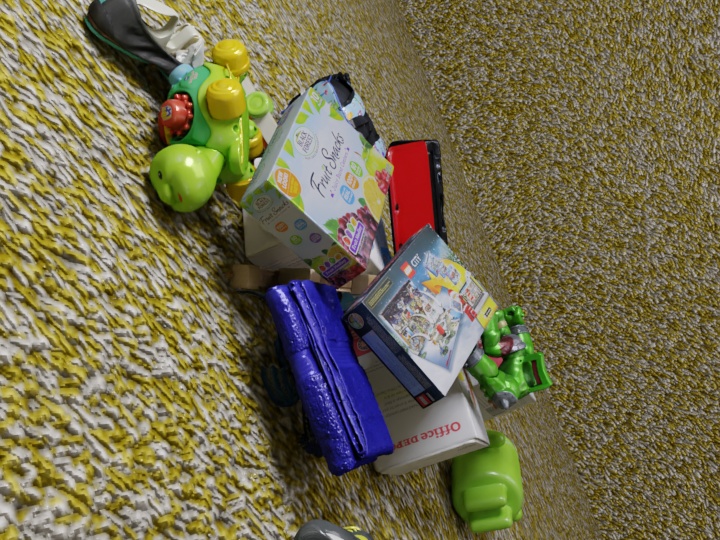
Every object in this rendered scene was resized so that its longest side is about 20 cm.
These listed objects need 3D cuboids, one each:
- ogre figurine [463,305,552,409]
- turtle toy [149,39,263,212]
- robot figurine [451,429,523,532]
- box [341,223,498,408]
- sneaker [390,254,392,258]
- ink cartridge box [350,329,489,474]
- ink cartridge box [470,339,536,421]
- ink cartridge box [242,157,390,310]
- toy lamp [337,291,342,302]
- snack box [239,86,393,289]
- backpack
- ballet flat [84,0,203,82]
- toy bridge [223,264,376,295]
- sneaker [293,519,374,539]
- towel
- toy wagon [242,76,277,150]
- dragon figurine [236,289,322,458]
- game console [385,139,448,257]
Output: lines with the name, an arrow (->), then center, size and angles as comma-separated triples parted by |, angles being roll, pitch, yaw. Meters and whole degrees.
ogre figurine -> 0.188, 0.115, 1.143 | 0.120, 0.098, 0.200 | 63, 11, 10
turtle toy -> -0.163, -0.141, 0.910 | 0.201, 0.100, 0.146 | -92, 178, -46
robot figurine -> 0.210, 0.346, 1.450 | 0.200, 0.115, 0.176 | -75, 149, -67
box -> 0.076, 0.046, 1.003 | 0.137, 0.038, 0.200 | 48, 38, -4
sneaker -> 0.031, 0.058, 1.322 | 0.085, 0.072, 0.201 | -155, -123, -71
ink cartridge box -> 0.073, 0.160, 1.174 | 0.083, 0.144, 0.201 | 37, 34, -62
ink cartridge box -> 0.143, 0.178, 1.308 | 0.145, 0.199, 0.084 | 44, 25, -54
ink cartridge box -> -0.058, -0.051, 1.093 | 0.200, 0.125, 0.129 | 49, 24, -50
toy lamp -> -0.034, 0.120, 1.045 | 0.058, 0.058, 0.201 | 41, 37, -57
snack box -> -0.041, -0.095, 0.951 | 0.142, 0.053, 0.200 | 40, 35, -20
backpack -> -0.037, -0.184, 1.262 | 0.183, 0.134, 0.200 | 60, 6, -15
ballet flat -> -0.210, -0.242, 0.939 | 0.068, 0.068, 0.200 | 52, 9, 21
toy bridge -> -0.074, 0.011, 1.009 | 0.199, 0.067, 0.027 | 5, 88, -42
sneaker -> -0.022, 0.292, 0.870 | 0.085, 0.074, 0.200 | -105, 172, -45
towel -> -0.023, 0.107, 0.911 | 0.201, 0.049, 0.148 | 69, 18, 11
toy wagon -> -0.124, -0.196, 1.139 | 0.201, 0.039, 0.155 | 60, 2, 16
dragon figurine -> -0.071, 0.110, 0.952 | 0.201, 0.059, 0.100 | 63, 16, -22
game console -> 0.050, -0.070, 1.164 | 0.172, 0.118, 0.201 | 14, -68, 61
